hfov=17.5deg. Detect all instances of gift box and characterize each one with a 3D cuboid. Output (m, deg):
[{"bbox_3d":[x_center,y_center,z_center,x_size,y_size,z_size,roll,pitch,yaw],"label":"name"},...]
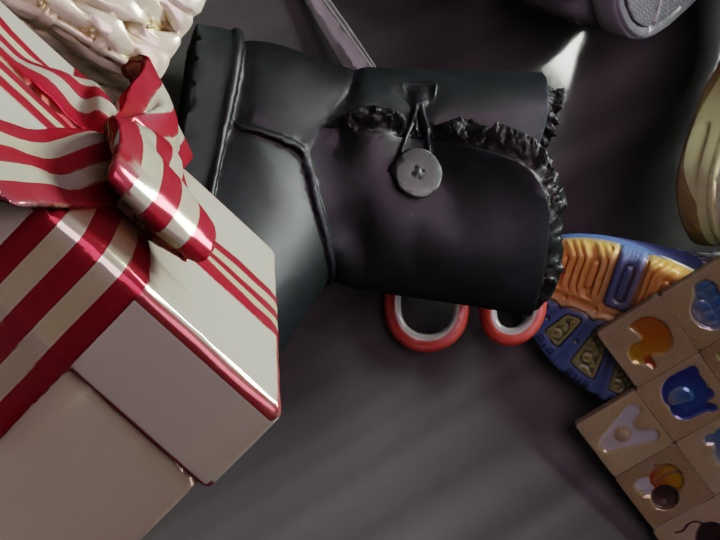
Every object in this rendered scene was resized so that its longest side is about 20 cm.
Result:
[{"bbox_3d":[-0.140,0.007,0.770,0.187,0.185,0.200,-44,110,10],"label":"gift box"}]

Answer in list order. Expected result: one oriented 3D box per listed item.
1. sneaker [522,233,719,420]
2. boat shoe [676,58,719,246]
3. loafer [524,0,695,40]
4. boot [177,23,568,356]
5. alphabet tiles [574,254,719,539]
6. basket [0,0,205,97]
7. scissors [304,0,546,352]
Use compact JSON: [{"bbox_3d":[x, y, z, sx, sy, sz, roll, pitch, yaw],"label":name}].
[{"bbox_3d":[0.165,0.024,1.079,0.199,0.088,0.075,19,117,-7],"label":"sneaker"},{"bbox_3d":[0.201,-0.102,1.069,0.073,0.063,0.201,50,55,-51],"label":"boat shoe"},{"bbox_3d":[0.148,-0.165,1.093,0.200,0.063,0.072,-36,124,-43],"label":"loafer"},{"bbox_3d":[0.000,0.000,0.963,0.167,0.076,0.201,9,72,-8],"label":"boot"},{"bbox_3d":[0.205,0.055,1.040,0.200,0.006,0.167,-32,110,17],"label":"alphabet tiles"},{"bbox_3d":[-0.147,-0.155,0.899,0.200,0.135,0.124,29,73,-20],"label":"basket"},{"bbox_3d":[0.025,-0.059,1.030,0.073,0.014,0.201,-17,88,-1],"label":"scissors"}]
